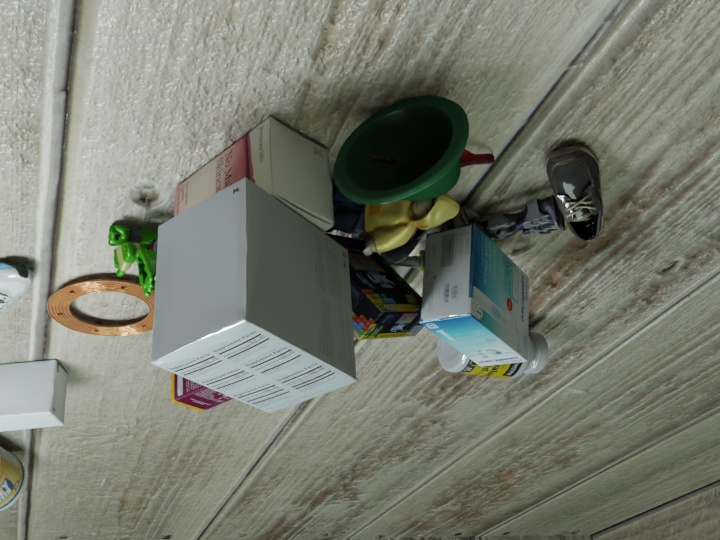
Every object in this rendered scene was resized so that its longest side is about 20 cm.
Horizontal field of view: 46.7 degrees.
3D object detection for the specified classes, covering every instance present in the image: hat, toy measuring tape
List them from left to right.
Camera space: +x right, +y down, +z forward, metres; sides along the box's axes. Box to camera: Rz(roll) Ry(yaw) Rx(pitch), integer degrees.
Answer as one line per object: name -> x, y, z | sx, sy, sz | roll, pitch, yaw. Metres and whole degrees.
toy measuring tape -> 0.101, 0.000, 1.357 | 0.200, 0.074, 0.074 | 0, 150, -11
hat -> 0.090, -0.105, 1.050 | 0.200, 0.166, 0.176 | -30, 136, 5

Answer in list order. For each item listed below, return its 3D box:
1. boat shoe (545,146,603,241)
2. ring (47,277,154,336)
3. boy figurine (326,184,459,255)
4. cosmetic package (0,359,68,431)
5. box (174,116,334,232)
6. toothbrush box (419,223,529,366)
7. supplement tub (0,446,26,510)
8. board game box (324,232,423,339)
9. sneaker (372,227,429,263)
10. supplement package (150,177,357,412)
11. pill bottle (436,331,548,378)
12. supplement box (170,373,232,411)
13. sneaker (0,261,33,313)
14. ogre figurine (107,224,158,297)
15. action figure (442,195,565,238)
boat shoe -> 0.319, -0.107, 1.205 | 0.074, 0.073, 0.200 | -18, 148, 20
ring -> -0.423, 0.061, 1.411 | 0.200, 0.019, 0.201 | -5, 149, -3
boy figurine -> 0.033, -0.079, 1.122 | 0.200, 0.125, 0.064 | 5, 163, 31
cosmetic package -> -0.669, 0.241, 1.587 | 0.200, 0.113, 0.081 | -3, 150, -2
box -> -0.144, -0.086, 1.098 | 0.200, 0.128, 0.109 | -30, 142, 34
toothbrush box -> 0.177, 0.043, 1.254 | 0.085, 0.147, 0.200 | -10, 149, 31
supplement tub -> -0.865, 0.457, 1.890 | 0.144, 0.145, 0.200 | -7, 151, 2
board game box -> 0.003, 0.021, 1.190 | 0.057, 0.165, 0.200 | -49, 160, 15
sneaker -> 0.064, -0.065, 1.228 | 0.080, 0.075, 0.200 | -1, 151, -10
supplement package -> -0.123, 0.037, 0.994 | 0.147, 0.192, 0.200 | -24, 143, 27
pill bottle -> 0.257, 0.149, 1.604 | 0.200, 0.112, 0.111 | 8, 147, -25
supplement box -> -0.254, 0.175, 1.550 | 0.200, 0.111, 0.086 | -25, 146, 29
sneaker -> -0.582, 0.055, 1.303 | 0.200, 0.087, 0.075 | -27, 143, 30
ogre figurine -> -0.268, -0.017, 1.177 | 0.120, 0.098, 0.200 | -6, -172, -36
action figure -> 0.204, -0.063, 1.268 | 0.200, 0.070, 0.130 | -15, 156, 22
